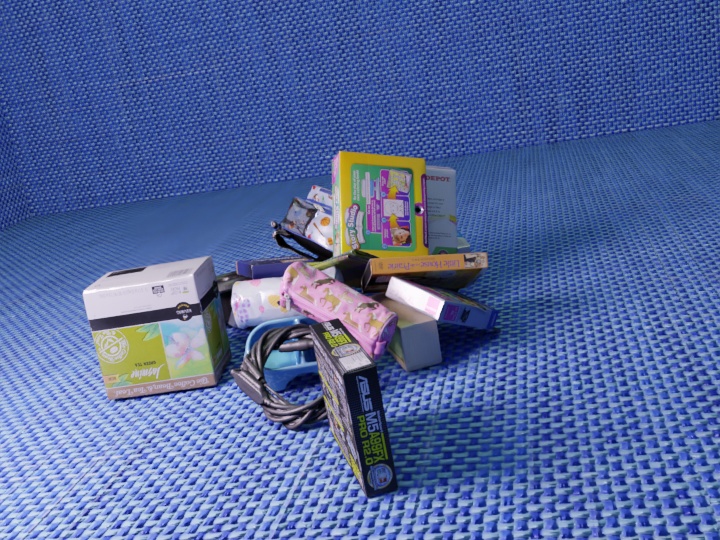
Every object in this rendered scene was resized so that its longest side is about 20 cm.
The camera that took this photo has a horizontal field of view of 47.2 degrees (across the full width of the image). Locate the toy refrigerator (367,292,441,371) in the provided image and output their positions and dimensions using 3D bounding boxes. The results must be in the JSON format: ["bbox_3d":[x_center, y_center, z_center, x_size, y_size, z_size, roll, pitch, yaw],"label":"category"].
[{"bbox_3d":[0.069,0.098,1.396,0.069,0.077,0.200,-13,16,-11],"label":"toy refrigerator"}]

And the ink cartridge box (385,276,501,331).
[{"bbox_3d":[0.146,0.057,1.366,0.118,0.043,0.198,25,6,40],"label":"ink cartridge box"}]

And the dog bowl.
[{"bbox_3d":[-0.095,0.125,1.330,0.196,0.050,0.113,-9,57,-4],"label":"dog bowl"}]

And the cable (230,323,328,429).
[{"bbox_3d":[-0.090,0.157,1.239,0.162,0.052,0.199,-33,43,-31],"label":"cable"}]

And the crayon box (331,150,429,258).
[{"bbox_3d":[0.036,-0.108,1.512,0.169,0.204,0.058,2,-11,-17],"label":"crayon box"}]

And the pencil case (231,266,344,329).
[{"bbox_3d":[-0.121,0.047,1.401,0.196,0.085,0.091,-8,-3,7],"label":"pencil case"}]

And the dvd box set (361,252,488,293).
[{"bbox_3d":[0.105,0.006,1.403,0.196,0.030,0.146,-3,-14,-8],"label":"dvd box set"}]

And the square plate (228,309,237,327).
[{"bbox_3d":[-0.155,0.063,1.611,0.196,0.029,0.198,-13,-17,-18],"label":"square plate"}]

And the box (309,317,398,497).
[{"bbox_3d":[-0.012,0.165,1.044,0.043,0.163,0.200,-14,15,-11],"label":"box"}]

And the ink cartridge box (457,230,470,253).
[{"bbox_3d":[0.129,-0.014,1.742,0.196,0.086,0.146,-11,16,0],"label":"ink cartridge box"}]

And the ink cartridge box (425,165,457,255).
[{"bbox_3d":[0.110,-0.097,1.611,0.142,0.204,0.084,2,-8,-18],"label":"ink cartridge box"}]

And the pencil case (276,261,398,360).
[{"bbox_3d":[-0.035,0.062,1.290,0.198,0.083,0.087,27,68,15],"label":"pencil case"}]

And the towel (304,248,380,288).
[{"bbox_3d":[0.000,0.000,1.466,0.142,0.023,0.198,-15,-20,42],"label":"towel"}]

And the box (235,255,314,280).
[{"bbox_3d":[-0.160,-0.005,1.565,0.119,0.033,0.200,-6,7,-19],"label":"box"}]

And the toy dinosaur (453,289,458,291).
[{"bbox_3d":[0.122,0.045,1.597,0.101,0.079,0.199,4,-8,-35],"label":"toy dinosaur"}]

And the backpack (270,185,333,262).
[{"bbox_3d":[-0.047,-0.071,1.673,0.189,0.156,0.199,33,4,38],"label":"backpack"}]

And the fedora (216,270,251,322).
[{"bbox_3d":[-0.277,0.059,1.717,0.197,0.093,0.201,-13,6,1],"label":"fedora"}]

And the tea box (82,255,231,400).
[{"bbox_3d":[-0.346,0.098,1.429,0.196,0.201,0.134,-9,14,5],"label":"tea box"}]
